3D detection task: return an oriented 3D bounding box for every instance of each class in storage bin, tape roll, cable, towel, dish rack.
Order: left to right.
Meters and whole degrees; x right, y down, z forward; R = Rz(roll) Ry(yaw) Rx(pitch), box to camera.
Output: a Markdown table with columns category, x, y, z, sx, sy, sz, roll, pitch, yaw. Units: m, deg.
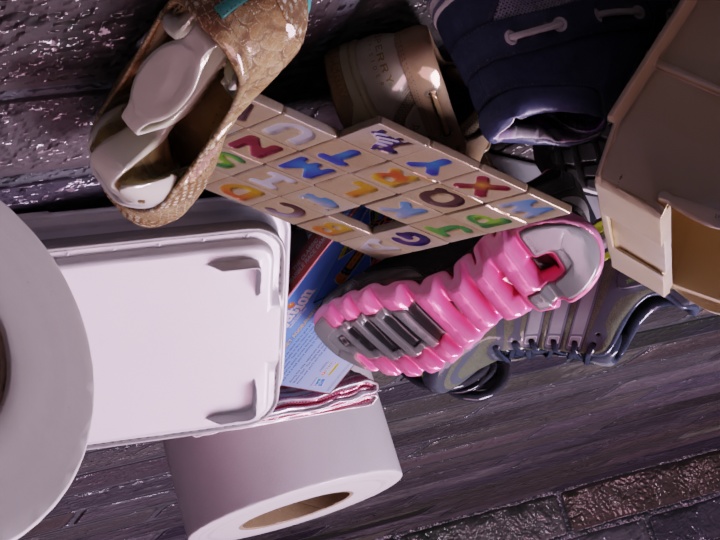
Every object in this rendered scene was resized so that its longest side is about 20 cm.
| category | x | y | z | sx | sy | sz | roll | pitch | yaw |
| --- | --- | --- | --- | --- | --- | --- | --- | --- | --- |
| tape roll | -0.247 | 0.059 | 0.695 | 0.202 | 0.204 | 0.139 | 0 | 157 | -47 |
| dish rack | -0.135 | 0.042 | 0.884 | 0.198 | 0.044 | 0.173 | -7 | 125 | -16 |
| towel | -0.089 | 0.078 | 1.123 | 0.145 | 0.030 | 0.200 | -8 | -167 | -23 |
| tape roll | -0.076 | 0.149 | 1.316 | 0.201 | 0.140 | 0.203 | -16 | 163 | -5 |
| cable | 0.021 | 0.059 | 1.147 | 0.199 | 0.051 | 0.163 | 14 | -169 | -40 |
| storage bin | 0.207 | -0.086 | 0.746 | 0.199 | 0.093 | 0.200 | -57 | 163 | -4 |

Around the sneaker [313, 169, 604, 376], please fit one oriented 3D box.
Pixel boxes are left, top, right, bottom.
| category | x | y | z | sx | sy | sz | roll | pitch | yaw |
| --- | --- | --- | --- | --- | --- | --- | --- | --- | --- |
| sneaker | 0.061 | -0.004 | 0.920 | 0.199 | 0.096 | 0.079 | -22 | 125 | 24 |

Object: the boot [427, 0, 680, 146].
| category | x | y | z | sx | sy | sz | roll | pitch | yaw |
| --- | --- | --- | --- | --- | --- | --- | --- | --- | --- |
| boot | 0.124 | -0.109 | 0.757 | 0.199 | 0.091 | 0.073 | -7 | 161 | -34 |

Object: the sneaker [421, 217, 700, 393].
| category | x | y | z | sx | sy | sz | roll | pitch | yaw |
| --- | --- | --- | --- | --- | --- | --- | --- | --- | --- |
| sneaker | 0.128 | 0.033 | 0.952 | 0.199 | 0.081 | 0.074 | -31 | 160 | 16 |

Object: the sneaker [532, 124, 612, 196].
| category | x | y | z | sx | sy | sz | roll | pitch | yaw |
| --- | --- | --- | --- | --- | --- | --- | --- | --- | --- |
| sneaker | 0.193 | -0.077 | 0.980 | 0.199 | 0.076 | 0.088 | -10 | 169 | -25 |

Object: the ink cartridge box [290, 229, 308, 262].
| category | x | y | z | sx | sy | sz | roll | pitch | yaw |
| --- | --- | --- | --- | --- | --- | --- | --- | --- | --- |
| ink cartridge box | -0.136 | 0.033 | 0.993 | 0.199 | 0.068 | 0.116 | -7 | 161 | -32 |

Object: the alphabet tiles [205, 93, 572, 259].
| category | x | y | z | sx | sy | sz | roll | pitch | yaw |
| --- | --- | --- | --- | --- | --- | --- | --- | --- | --- |
| alphabet tiles | -0.015 | -0.050 | 0.784 | 0.199 | 0.008 | 0.167 | 21 | 160 | -33 |

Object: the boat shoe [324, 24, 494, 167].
| category | x | y | z | sx | sy | sz | roll | pitch | yaw |
| --- | --- | --- | --- | --- | --- | --- | --- | --- | --- |
| boat shoe | 0.047 | -0.078 | 0.813 | 0.064 | 0.072 | 0.200 | -21 | 162 | 16 |

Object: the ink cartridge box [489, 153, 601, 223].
| category | x | y | z | sx | sy | sz | roll | pitch | yaw |
| --- | --- | --- | --- | --- | --- | --- | --- | --- | --- |
| ink cartridge box | 0.099 | -0.009 | 1.079 | 0.145 | 0.083 | 0.199 | -28 | 161 | 32 |

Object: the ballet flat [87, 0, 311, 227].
| category | x | y | z | sx | sy | sz | roll | pitch | yaw |
| --- | --- | --- | --- | --- | --- | --- | --- | --- | --- |
| ballet flat | -0.092 | -0.074 | 0.675 | 0.065 | 0.071 | 0.200 | -38 | 172 | -41 |

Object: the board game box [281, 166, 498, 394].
| category | x | y | z | sx | sy | sz | roll | pitch | yaw |
| --- | --- | --- | --- | --- | --- | --- | --- | --- | --- |
| board game box | 0.000 | 0.000 | 0.956 | 0.103 | 0.019 | 0.200 | 14 | 122 | -48 |
